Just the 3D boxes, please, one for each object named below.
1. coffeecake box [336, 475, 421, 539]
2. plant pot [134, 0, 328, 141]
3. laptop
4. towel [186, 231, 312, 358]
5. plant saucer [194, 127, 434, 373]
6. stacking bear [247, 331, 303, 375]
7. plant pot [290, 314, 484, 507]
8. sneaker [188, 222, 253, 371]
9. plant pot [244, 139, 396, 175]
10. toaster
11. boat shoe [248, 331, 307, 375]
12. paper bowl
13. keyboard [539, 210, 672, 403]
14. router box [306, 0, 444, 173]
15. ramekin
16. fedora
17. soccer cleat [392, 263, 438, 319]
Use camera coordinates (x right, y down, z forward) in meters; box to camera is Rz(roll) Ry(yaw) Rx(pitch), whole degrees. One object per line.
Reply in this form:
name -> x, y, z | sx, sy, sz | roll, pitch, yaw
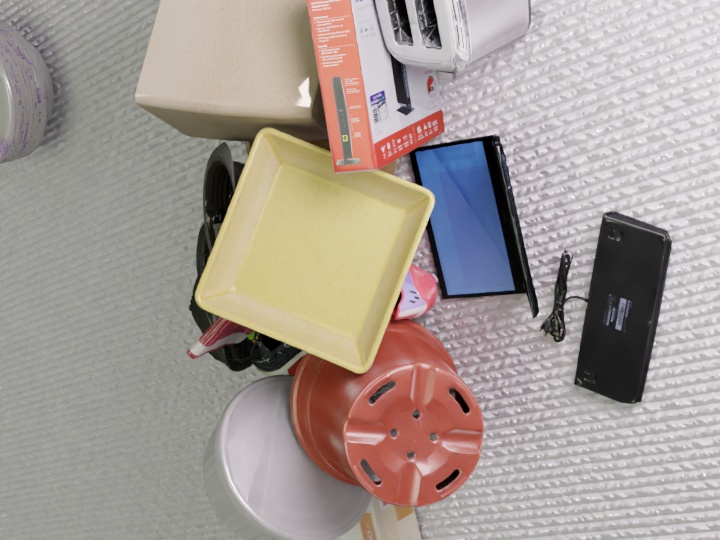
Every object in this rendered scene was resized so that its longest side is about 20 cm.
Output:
coffeecake box -> -0.028, 0.303, 1.768 | 0.199, 0.073, 0.154 | -6, 100, 44
plant pot -> -0.105, -0.234, 1.496 | 0.176, 0.200, 0.201 | 16, 88, 10
laptop -> 0.116, -0.045, 1.476 | 0.103, 0.200, 0.178 | -13, 100, 6
towel -> -0.101, 0.022, 1.576 | 0.200, 0.144, 0.023 | -45, 83, 15
plant saucer -> -0.045, -0.021, 1.457 | 0.199, 0.048, 0.201 | 22, 91, 8
stacking bear -> -0.086, 0.060, 1.710 | 0.200, 0.114, 0.121 | 55, 134, 5
plant pot -> 0.037, 0.157, 1.508 | 0.195, 0.200, 0.202 | -156, 50, -78
sneaker -> -0.189, 0.031, 1.818 | 0.091, 0.076, 0.201 | 11, 111, 49
plant pot -> -0.053, -0.144, 1.614 | 0.199, 0.027, 0.201 | 13, 120, 23
toaster -> 0.086, -0.289, 1.367 | 0.113, 0.129, 0.201 | 15, 131, 37
boat shoe -> -0.085, 0.067, 1.575 | 0.066, 0.075, 0.199 | 32, 157, -21
paper bowl -> -0.512, -0.254, 1.981 | 0.200, 0.104, 0.202 | 18, 118, 38
keyboard -> 0.249, 0.034, 1.444 | 0.127, 0.021, 0.201 | 21, 119, 29
router box -> 0.019, -0.208, 1.433 | 0.049, 0.200, 0.180 | -3, 105, 25
ramekin -> -0.091, 0.230, 1.629 | 0.094, 0.202, 0.203 | -39, 79, 49
fedora -> -0.116, -0.058, 1.584 | 0.200, 0.090, 0.178 | -175, 80, -73
soccer cleat -> 0.000, 0.000, 1.622 | 0.200, 0.076, 0.067 | 28, 123, 32
